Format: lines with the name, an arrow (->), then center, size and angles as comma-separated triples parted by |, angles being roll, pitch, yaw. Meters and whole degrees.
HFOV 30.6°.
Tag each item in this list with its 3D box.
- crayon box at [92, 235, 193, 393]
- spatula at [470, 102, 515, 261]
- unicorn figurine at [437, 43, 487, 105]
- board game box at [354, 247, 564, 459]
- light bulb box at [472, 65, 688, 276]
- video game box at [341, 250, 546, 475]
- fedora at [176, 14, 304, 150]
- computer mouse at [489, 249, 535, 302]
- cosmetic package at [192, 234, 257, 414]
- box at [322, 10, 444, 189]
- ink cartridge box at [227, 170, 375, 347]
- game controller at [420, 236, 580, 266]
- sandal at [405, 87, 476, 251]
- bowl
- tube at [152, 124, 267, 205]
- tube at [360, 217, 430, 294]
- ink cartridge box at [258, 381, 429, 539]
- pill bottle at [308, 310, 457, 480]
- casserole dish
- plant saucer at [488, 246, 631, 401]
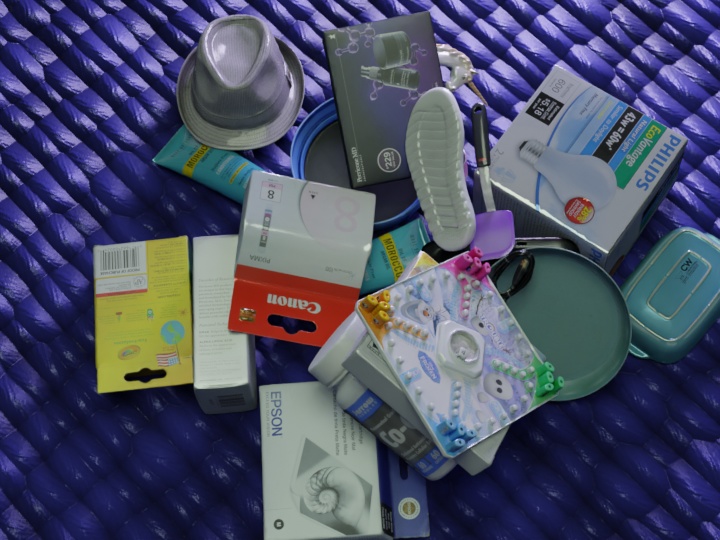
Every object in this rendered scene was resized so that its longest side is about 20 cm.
crayon box -> -0.273, 0.062, 1.670 | 0.126, 0.051, 0.201 | -5, 66, 0
spatula -> 0.154, -0.111, 1.610 | 0.056, 0.021, 0.201 | -8, 79, 17
unicorn figurine -> 0.063, -0.281, 1.780 | 0.137, 0.074, 0.200 | -29, 57, -34
board game box -> 0.117, 0.086, 1.485 | 0.199, 0.026, 0.201 | -23, 76, -40
light bulb box -> 0.277, -0.116, 1.681 | 0.199, 0.125, 0.199 | 32, 72, 17
video game box -> 0.099, 0.103, 1.508 | 0.200, 0.047, 0.182 | 41, 51, -5
fedora -> -0.164, -0.268, 1.769 | 0.176, 0.090, 0.201 | 3, 58, 3
computer mouse -> 0.167, 0.066, 1.591 | 0.058, 0.201, 0.034 | 19, 25, 13
cosmetic package -> -0.170, 0.066, 1.637 | 0.074, 0.102, 0.201 | -5, 65, -1
box -> 0.037, -0.215, 1.676 | 0.140, 0.079, 0.201 | -11, 94, 0
ink cartridge box -> -0.070, -0.014, 1.612 | 0.162, 0.057, 0.201 | 11, 60, -10
game controller -> 0.174, 0.001, 1.637 | 0.199, 0.105, 0.042 | -1, 36, 10
sandal -> 0.103, -0.122, 1.620 | 0.082, 0.050, 0.204 | -10, 81, 32
bowl -> 0.006, -0.144, 1.751 | 0.199, 0.039, 0.202 | -1, 67, 2
tube -> -0.177, -0.130, 1.755 | 0.199, 0.051, 0.078 | 29, 60, 20
tube -> 0.000, 0.000, 1.682 | 0.199, 0.050, 0.078 | -19, 86, -11
ink cartridge box -> -0.021, 0.230, 1.593 | 0.199, 0.041, 0.201 | -5, 67, 0
pill bottle -> 0.043, 0.144, 1.554 | 0.200, 0.114, 0.114 | 39, 73, -5
casserole dish -> 0.400, 0.025, 1.663 | 0.121, 0.039, 0.200 | 38, 73, 16
plant saucer -> 0.231, 0.062, 1.600 | 0.199, 0.201, 0.027 | 20, 26, 11
